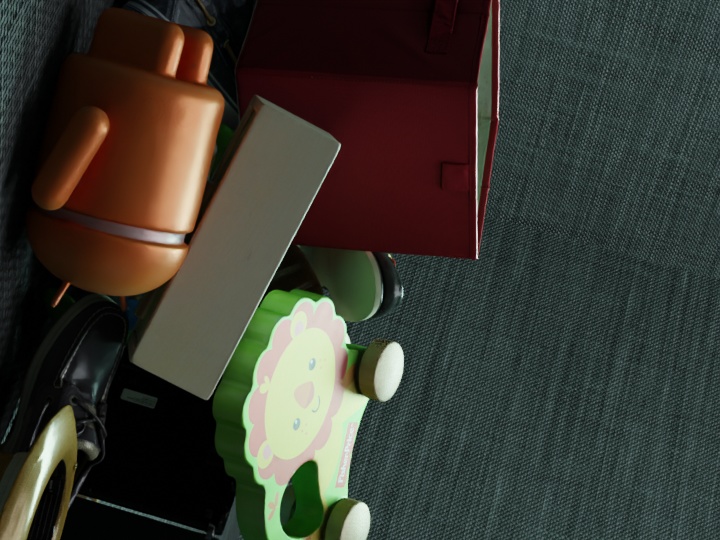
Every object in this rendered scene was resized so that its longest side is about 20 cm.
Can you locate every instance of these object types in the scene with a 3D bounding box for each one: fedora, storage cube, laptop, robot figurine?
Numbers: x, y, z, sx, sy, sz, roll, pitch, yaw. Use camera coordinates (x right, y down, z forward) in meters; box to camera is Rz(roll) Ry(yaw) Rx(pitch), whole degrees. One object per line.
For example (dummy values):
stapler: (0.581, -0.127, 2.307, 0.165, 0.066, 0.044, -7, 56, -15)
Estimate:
fedora: (-0.243, 0.169, 1.411, 0.201, 0.081, 0.202, 15, 90, -88)
storage cube: (0.011, -0.130, 1.664, 0.201, 0.178, 0.172, 88, 10, -45)
laptop: (-0.181, 0.171, 1.638, 0.104, 0.176, 0.201, 101, 5, -57)
robot figurine: (-0.160, -0.071, 1.464, 0.144, 0.116, 0.202, -140, -116, -76)

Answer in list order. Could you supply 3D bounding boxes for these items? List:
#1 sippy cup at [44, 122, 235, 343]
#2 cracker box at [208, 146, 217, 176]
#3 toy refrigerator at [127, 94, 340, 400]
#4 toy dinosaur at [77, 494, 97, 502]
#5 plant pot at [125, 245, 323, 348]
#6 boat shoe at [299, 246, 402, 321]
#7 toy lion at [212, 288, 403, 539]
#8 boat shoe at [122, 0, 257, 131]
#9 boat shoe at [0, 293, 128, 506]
sippy cup: (-0.158, -0.035, 1.618, 0.131, 0.138, 0.179, 82, 7, -54)
cracker box: (-0.153, -0.107, 1.875, 0.200, 0.057, 0.135, 83, 22, -83)
toy refrigerator: (-0.093, -0.019, 1.530, 0.201, 0.070, 0.076, -63, -169, 6)
toy dinosaur: (-0.236, 0.127, 1.720, 0.107, 0.060, 0.201, -111, -147, -52)
plant pot: (-0.115, 0.059, 1.774, 0.198, 0.199, 0.202, 124, -16, -70)
boat shoe: (0.000, -0.003, 1.754, 0.201, 0.063, 0.074, -152, -114, -72)
toy lion: (-0.049, 0.115, 1.611, 0.191, 0.068, 0.202, 5, 98, -61)
boat shoe: (-0.104, -0.167, 1.664, 0.091, 0.071, 0.200, -50, 147, -9)
boat shoe: (-0.209, 0.115, 1.539, 0.072, 0.065, 0.201, 35, 80, -49)
